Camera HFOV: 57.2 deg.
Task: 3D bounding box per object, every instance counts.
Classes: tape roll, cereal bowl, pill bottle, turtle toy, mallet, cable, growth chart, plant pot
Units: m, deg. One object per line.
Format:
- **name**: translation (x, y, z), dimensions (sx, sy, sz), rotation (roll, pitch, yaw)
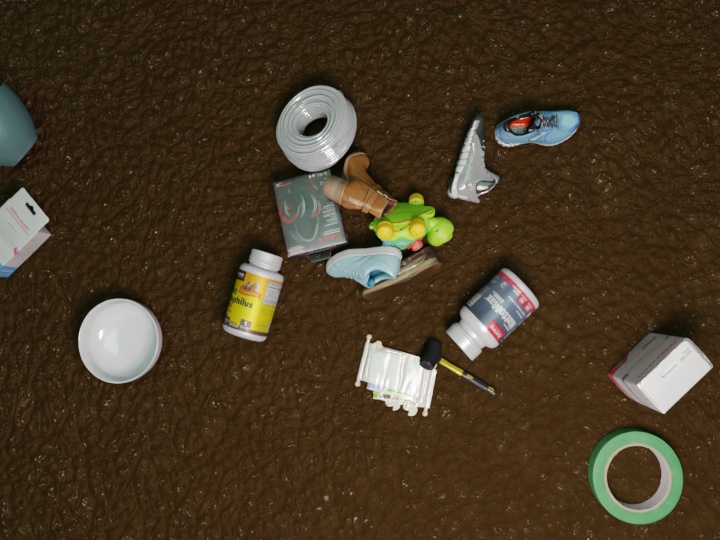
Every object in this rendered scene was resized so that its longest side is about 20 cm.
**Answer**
- **tape roll**: translation (0.619, 0.462, 1.492), dimensions (0.196, 0.048, 0.205), rotation (0, 86, 5)
- **cereal bowl**: translation (-0.567, 0.168, 1.593), dimensions (0.196, 0.083, 0.205), rotation (0, 86, 5)
- **pill bottle**: translation (0.296, 0.104, 1.506), dimensions (0.200, 0.120, 0.120), rotation (-44, 84, 1)
- **turtle toy**: translation (0.118, -0.101, 1.533), dimensions (0.196, 0.147, 0.103), rotation (-2, 128, 5)
- **mallet**: translation (0.225, 0.243, 1.537), dimensions (0.199, 0.041, 0.066), rotation (37, 61, 2)
- **cable**: translation (-0.103, -0.337, 1.559), dimensions (0.198, 0.069, 0.202), rotation (-34, 60, 5)
- **growth chart**: translation (0.084, 0.254, 1.565), dimensions (0.197, 0.018, 0.147), rotation (20, 89, 6)
- **pill bottle**: translation (-0.248, 0.057, 1.559), dimensions (0.107, 0.109, 0.204), rotation (16, 88, 5)
- **plant pot**: translation (-0.876, -0.335, 1.613), dimensions (0.201, 0.200, 0.135), rotation (-48, 121, 1)

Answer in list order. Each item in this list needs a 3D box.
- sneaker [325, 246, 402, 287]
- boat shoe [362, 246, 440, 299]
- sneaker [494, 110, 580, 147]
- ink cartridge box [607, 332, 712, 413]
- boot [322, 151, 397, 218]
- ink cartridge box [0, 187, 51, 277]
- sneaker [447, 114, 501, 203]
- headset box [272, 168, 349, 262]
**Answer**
- **sneaker**: translation (0.000, 0.000, 1.524), dimensions (0.197, 0.074, 0.083), rotation (-12, 53, 31)
- **boat shoe**: translation (0.088, 0.003, 1.561), dimensions (0.197, 0.072, 0.073), rotation (-27, 64, 8)
- **sneaker**: translation (0.415, -0.333, 1.535), dimensions (0.196, 0.090, 0.080), rotation (-10, 86, 3)
- **ink cartridge box**: translation (0.641, 0.216, 1.428), dimensions (0.146, 0.200, 0.085), rotation (-44, 84, 1)
- **boot**: translation (0.018, -0.191, 1.520), dimensions (0.153, 0.201, 0.075), rotation (24, 133, 13)
- **ink cartridge box**: translation (-0.858, -0.094, 1.640), dimensions (0.200, 0.068, 0.115), rotation (-43, 84, 2)
- **sneaker**: translation (0.286, -0.255, 1.557), dimensions (0.113, 0.075, 0.204), rotation (18, 98, 1)
- **headset box**: translation (-0.115, -0.123, 1.575), dimensions (0.146, 0.075, 0.204), rotation (-12, 85, 3)
